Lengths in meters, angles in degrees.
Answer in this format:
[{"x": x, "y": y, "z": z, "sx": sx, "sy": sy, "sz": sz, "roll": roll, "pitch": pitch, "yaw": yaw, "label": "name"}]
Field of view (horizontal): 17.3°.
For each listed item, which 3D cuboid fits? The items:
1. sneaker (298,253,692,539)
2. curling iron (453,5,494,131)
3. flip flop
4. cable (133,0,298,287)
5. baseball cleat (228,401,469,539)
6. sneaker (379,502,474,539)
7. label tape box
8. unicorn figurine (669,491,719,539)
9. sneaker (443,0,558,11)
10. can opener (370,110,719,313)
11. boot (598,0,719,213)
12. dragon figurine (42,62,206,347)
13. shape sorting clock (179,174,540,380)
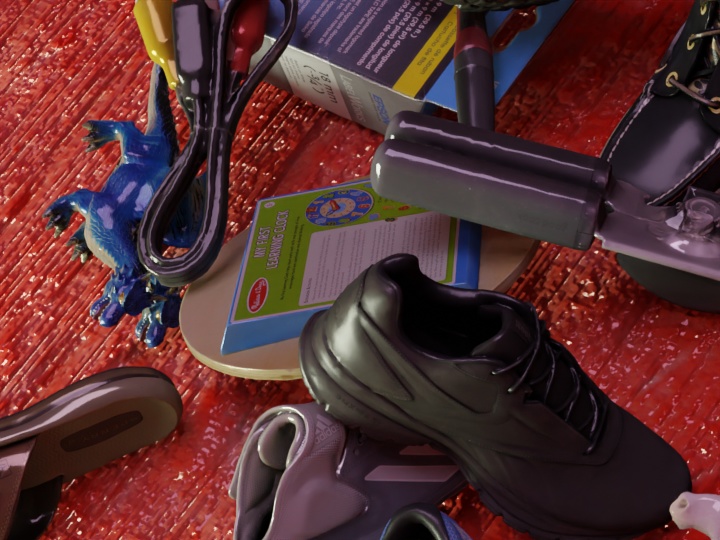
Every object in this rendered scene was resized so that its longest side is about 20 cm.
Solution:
[{"x": 0.071, "y": 0.060, "z": 1.099, "sx": 0.199, "sy": 0.091, "sz": 0.076, "roll": 25, "pitch": 48, "yaw": -10, "label": "sneaker"}, {"x": 0.052, "y": -0.108, "z": 1.264, "sx": 0.049, "sy": 0.026, "sz": 0.201, "roll": -25, "pitch": 55, "yaw": 21, "label": "curling iron"}, {"x": -0.181, "y": 0.117, "z": 1.240, "sx": 0.199, "sy": 0.081, "sz": 0.058, "roll": -25, "pitch": 61, "yaw": -3, "label": "flip flop"}, {"x": -0.078, "y": -0.086, "z": 1.301, "sx": 0.097, "sy": 0.050, "sz": 0.201, "roll": -5, "pitch": 73, "yaw": 6, "label": "cable"}, {"x": 0.012, "y": 0.080, "z": 1.150, "sx": 0.070, "sy": 0.107, "sz": 0.200, "roll": 14, "pitch": 58, "yaw": 45, "label": "baseball cleat"}, {"x": 0.012, "y": 0.195, "z": 1.070, "sx": 0.078, "sy": 0.089, "sz": 0.201, "roll": -5, "pitch": 52, "yaw": 23, "label": "sneaker"}, {"x": 0.033, "y": -0.151, "z": 1.353, "sx": 0.199, "sy": 0.063, "sz": 0.144, "roll": 26, "pitch": 67, "yaw": 29, "label": "label tape box"}, {"x": 0.123, "y": 0.172, "z": 1.059, "sx": 0.137, "sy": 0.074, "sz": 0.201, "roll": -3, "pitch": 68, "yaw": 21, "label": "unicorn figurine"}, {"x": 0.132, "y": -0.194, "z": 1.261, "sx": 0.199, "sy": 0.077, "sz": 0.089, "roll": -6, "pitch": 83, "yaw": -22, "label": "sneaker"}, {"x": 0.102, "y": -0.022, "z": 1.179, "sx": 0.199, "sy": 0.067, "sz": 0.053, "roll": 15, "pitch": 39, "yaw": 8, "label": "can opener"}, {"x": 0.183, "y": -0.125, "z": 1.201, "sx": 0.073, "sy": 0.154, "sz": 0.204, "roll": 35, "pitch": 71, "yaw": 27, "label": "boot"}, {"x": -0.113, "y": -0.047, "z": 1.342, "sx": 0.099, "sy": 0.059, "sz": 0.201, "roll": 11, "pitch": 62, "yaw": 30, "label": "dragon figurine"}, {"x": 0.000, "y": 0.000, "z": 1.240, "sx": 0.199, "sy": 0.039, "sz": 0.200, "roll": -12, "pitch": 28, "yaw": 6, "label": "shape sorting clock"}]
